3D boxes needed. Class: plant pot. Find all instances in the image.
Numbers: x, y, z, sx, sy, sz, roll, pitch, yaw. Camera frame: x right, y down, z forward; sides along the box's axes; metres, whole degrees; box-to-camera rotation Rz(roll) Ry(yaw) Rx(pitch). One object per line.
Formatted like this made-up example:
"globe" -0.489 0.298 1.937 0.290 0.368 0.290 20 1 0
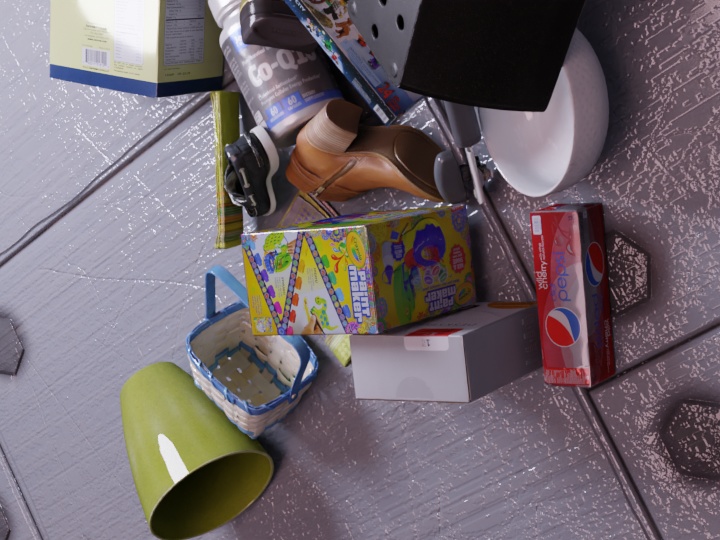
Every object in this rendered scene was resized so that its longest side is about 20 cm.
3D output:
"plant pot" -0.244 0.230 2.002 0.188 0.186 0.201 -54 54 30
"plant pot" 0.099 -0.288 1.512 0.201 0.175 0.201 59 149 35

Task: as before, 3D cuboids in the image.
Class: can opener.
"can opener" 0.108 -0.160 1.679 0.066 0.053 0.202 -15 121 -2

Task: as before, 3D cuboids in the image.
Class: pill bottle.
"pill bottle" -0.106 -0.265 1.824 0.113 0.113 0.202 -30 82 35

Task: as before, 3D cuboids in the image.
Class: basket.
"basket" -0.142 0.103 1.897 0.176 0.139 0.201 43 151 20

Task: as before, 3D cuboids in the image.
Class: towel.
"towel" -0.045 0.009 1.894 0.200 0.023 0.144 49 122 17
"towel" -0.173 -0.131 1.907 0.018 0.086 0.203 0 95 12

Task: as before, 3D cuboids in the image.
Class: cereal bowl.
"cereal bowl" 0.211 -0.186 1.618 0.200 0.082 0.203 35 130 56

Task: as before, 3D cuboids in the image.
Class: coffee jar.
"coffee jar" -0.090 -0.360 1.747 0.085 0.103 0.203 141 134 -68

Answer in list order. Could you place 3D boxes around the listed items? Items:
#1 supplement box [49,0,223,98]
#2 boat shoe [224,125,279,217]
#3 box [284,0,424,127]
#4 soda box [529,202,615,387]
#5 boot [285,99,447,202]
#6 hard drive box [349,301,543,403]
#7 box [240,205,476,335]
"supplement box" -0.292 -0.344 1.923 0.198 0.134 0.203 14 107 32
"boat shoe" -0.145 -0.117 1.852 0.076 0.060 0.201 57 164 20
"box" 0.020 -0.286 1.695 0.201 0.136 0.038 50 159 0
"soda box" 0.241 0.027 1.669 0.063 0.070 0.203 0 99 34
"boot" 0.009 -0.115 1.794 0.198 0.077 0.155 24 146 -12
"hard drive box" 0.107 0.092 1.697 0.154 0.199 0.078 -2 99 34
"box" 0.000 0.000 1.718 0.191 0.199 0.124 -2 97 38
